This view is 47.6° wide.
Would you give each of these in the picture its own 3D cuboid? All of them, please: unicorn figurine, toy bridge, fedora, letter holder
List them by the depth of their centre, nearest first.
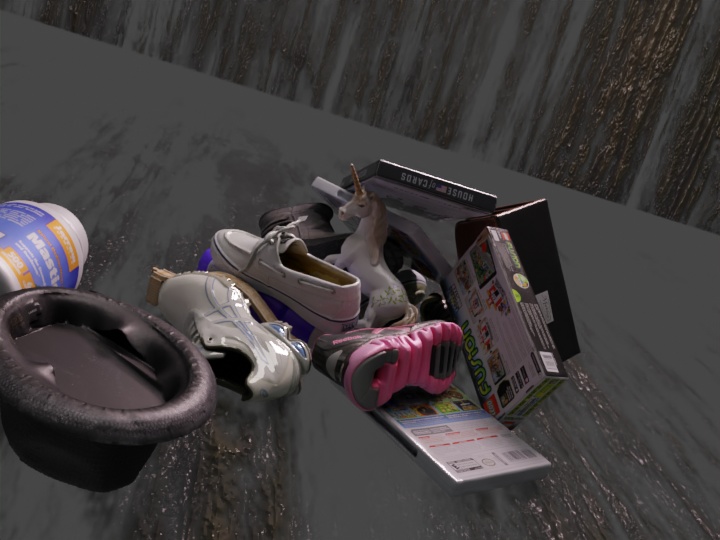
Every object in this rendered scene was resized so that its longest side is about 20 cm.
[{"bbox_3d":[-0.205,0.095,0.608,0.197,0.093,0.201,19,19,-7],"label":"fedora"},{"bbox_3d":[-0.149,0.039,0.882,0.197,0.068,0.027,26,19,20],"label":"toy bridge"},{"bbox_3d":[0.000,0.000,0.955,0.201,0.136,0.074,54,10,0],"label":"unicorn figurine"},{"bbox_3d":[0.179,0.025,1.055,0.099,0.204,0.141,-18,8,-36],"label":"letter holder"}]

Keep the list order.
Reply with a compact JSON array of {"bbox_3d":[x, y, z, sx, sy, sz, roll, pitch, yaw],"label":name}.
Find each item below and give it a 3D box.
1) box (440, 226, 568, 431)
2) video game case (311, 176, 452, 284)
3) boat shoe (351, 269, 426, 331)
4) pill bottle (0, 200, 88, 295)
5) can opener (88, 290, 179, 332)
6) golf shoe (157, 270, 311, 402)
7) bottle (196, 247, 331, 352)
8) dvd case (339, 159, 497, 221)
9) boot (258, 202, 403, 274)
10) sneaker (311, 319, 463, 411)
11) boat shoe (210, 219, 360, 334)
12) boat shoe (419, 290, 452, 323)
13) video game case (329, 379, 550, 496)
[{"bbox_3d":[0.155,0.063,0.920,0.034,0.111,0.203,8,48,-28],"label":"box"},{"bbox_3d":[0.034,-0.047,1.066,0.199,0.018,0.143,30,-12,43],"label":"video game case"},{"bbox_3d":[0.037,0.051,1.068,0.062,0.072,0.199,48,31,15],"label":"boat shoe"},{"bbox_3d":[-0.320,0.000,0.741,0.110,0.114,0.200,17,17,-3],"label":"pill bottle"},{"bbox_3d":[-0.219,0.067,0.748,0.198,0.080,0.063,24,39,38],"label":"can opener"},{"bbox_3d":[-0.145,0.063,0.807,0.198,0.080,0.097,26,25,27],"label":"golf shoe"},{"bbox_3d":[-0.103,0.037,0.938,0.198,0.066,0.083,31,20,34],"label":"bottle"},{"bbox_3d":[0.064,-0.094,1.009,0.147,0.025,0.200,16,-4,-13],"label":"dvd case"},{"bbox_3d":[-0.042,-0.047,1.059,0.195,0.071,0.133,1,34,2],"label":"boot"},{"bbox_3d":[0.029,0.083,0.831,0.094,0.081,0.198,16,10,39],"label":"sneaker"},{"bbox_3d":[-0.081,-0.015,0.875,0.200,0.087,0.074,31,35,27],"label":"boat shoe"},{"bbox_3d":[0.112,0.056,1.098,0.065,0.073,0.201,24,22,2],"label":"boat shoe"},{"bbox_3d":[0.078,0.153,0.830,0.141,0.018,0.199,3,23,-41],"label":"video game case"}]
